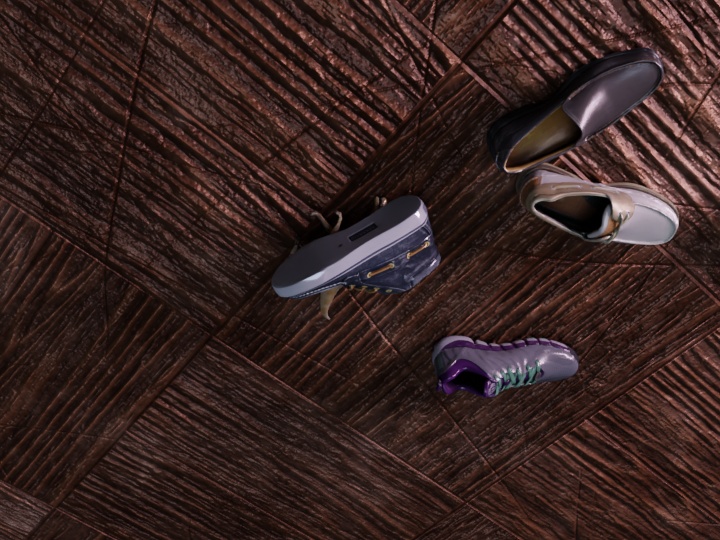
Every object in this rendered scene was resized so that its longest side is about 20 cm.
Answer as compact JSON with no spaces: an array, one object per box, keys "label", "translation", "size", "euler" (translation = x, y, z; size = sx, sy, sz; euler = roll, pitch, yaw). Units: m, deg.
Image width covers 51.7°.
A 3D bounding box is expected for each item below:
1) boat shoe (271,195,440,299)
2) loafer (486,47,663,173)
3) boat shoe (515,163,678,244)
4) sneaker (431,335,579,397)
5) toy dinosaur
[{"label":"boat shoe","translation":[0.000,0.000,0.863],"size":[0.198,0.071,0.092],"euler":[-27,123,-1]},{"label":"loafer","translation":[0.229,-0.160,0.785],"size":[0.198,0.073,0.073],"euler":[-31,116,22]},{"label":"boat shoe","translation":[0.274,-0.063,0.850],"size":[0.196,0.069,0.076],"euler":[13,124,-5]},{"label":"sneaker","translation":[0.192,0.141,0.980],"size":[0.196,0.088,0.076],"euler":[1,125,4]},{"label":"toy dinosaur","translation":[-0.036,-0.008,0.915],"size":[0.100,0.059,0.202],"euler":[22,123,-12]}]
